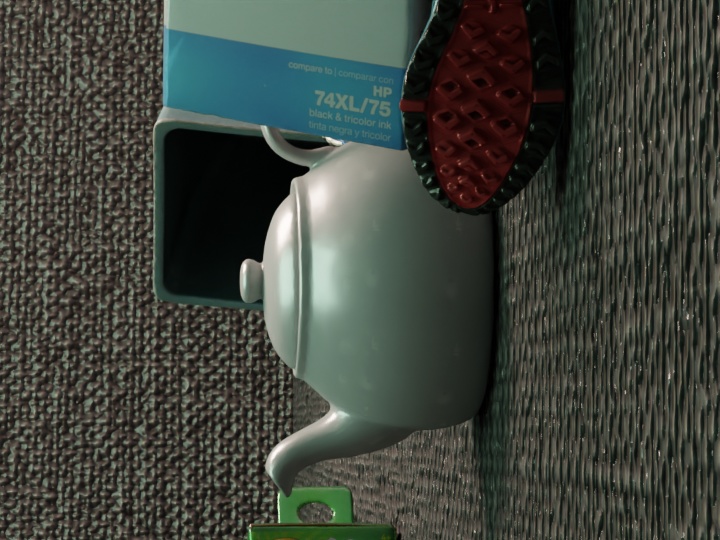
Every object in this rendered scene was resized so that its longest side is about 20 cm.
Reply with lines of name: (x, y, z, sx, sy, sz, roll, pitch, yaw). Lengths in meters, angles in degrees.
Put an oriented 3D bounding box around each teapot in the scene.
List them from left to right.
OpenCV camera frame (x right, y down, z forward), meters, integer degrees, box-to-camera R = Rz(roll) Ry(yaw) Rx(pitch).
teapot: (0.000, 0.000, 1.507, 0.198, 0.145, 0.201, 95, 174, -45)

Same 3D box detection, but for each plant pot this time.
plant pot: (-0.070, -0.102, 2.183, 0.201, 0.195, 0.197, -83, -3, -50)

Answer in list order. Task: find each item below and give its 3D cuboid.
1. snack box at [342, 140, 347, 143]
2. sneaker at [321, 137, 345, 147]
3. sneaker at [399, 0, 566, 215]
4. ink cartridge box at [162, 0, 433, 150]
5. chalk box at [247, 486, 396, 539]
snack box: (-0.023, -0.164, 1.644, 0.200, 0.053, 0.143, 41, -150, -34)
sneaker: (0.000, -0.176, 1.926, 0.089, 0.078, 0.201, 92, 176, -51)
sneaker: (0.070, -0.128, 1.216, 0.096, 0.079, 0.201, -40, -44, -73)
ink cartridge box: (-0.007, -0.187, 1.304, 0.147, 0.145, 0.201, -36, -47, -57)
chalk box: (-0.033, 0.272, 2.043, 0.124, 0.124, 0.201, 103, 165, -72)
